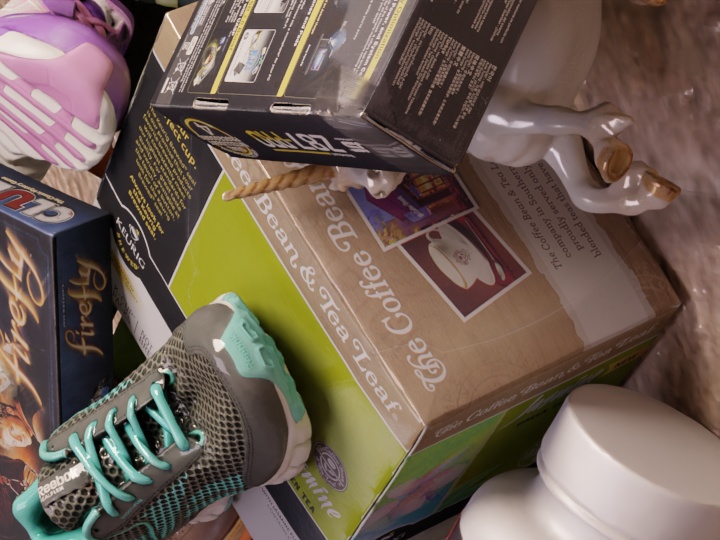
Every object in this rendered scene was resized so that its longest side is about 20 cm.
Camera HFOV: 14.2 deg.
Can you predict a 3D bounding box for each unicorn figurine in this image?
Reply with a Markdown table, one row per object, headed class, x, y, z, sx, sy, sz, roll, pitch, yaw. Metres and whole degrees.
| class | x | y | z | sx | sy | sz | roll | pitch | yaw |
| --- | --- | --- | --- | --- | --- | --- | --- | --- | --- |
| unicorn figurine | 0.061 | -0.077 | 1.051 | 0.074 | 0.200 | 0.137 | 29 | 180 | -45 |

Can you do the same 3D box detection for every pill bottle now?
| class | x | y | z | sx | sy | sz | roll | pitch | yaw |
| --- | --- | --- | --- | --- | --- | --- | --- | --- | --- |
| pill bottle | 0.074 | 0.149 | 1.148 | 0.111 | 0.111 | 0.200 | 44 | 116 | 37 |

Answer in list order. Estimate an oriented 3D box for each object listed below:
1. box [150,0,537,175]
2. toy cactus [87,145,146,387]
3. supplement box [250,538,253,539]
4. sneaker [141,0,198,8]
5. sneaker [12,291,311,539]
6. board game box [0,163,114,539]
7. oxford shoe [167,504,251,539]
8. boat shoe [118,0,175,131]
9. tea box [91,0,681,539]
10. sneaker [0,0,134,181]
| class | x | y | z | sx | sy | sz | roll | pitch | yaw |
| --- | --- | --- | --- | --- | --- | --- | --- | --- | --- |
| box | 0.016 | -0.134 | 1.021 | 0.049 | 0.200 | 0.161 | 30 | 168 | -27 |
| toy cactus | -0.114 | -0.010 | 1.401 | 0.102 | 0.200 | 0.165 | 35 | -167 | -6 |
| supplement box | -0.059 | 0.125 | 1.388 | 0.200 | 0.069 | 0.067 | -14 | 59 | 55 |
| sneaker | -0.085 | -0.144 | 1.199 | 0.084 | 0.200 | 0.075 | 12 | 96 | 48 |
| sneaker | -0.085 | 0.076 | 1.166 | 0.078 | 0.091 | 0.200 | 58 | 152 | 11 |
| board game box | -0.166 | 0.049 | 1.303 | 0.135 | 0.035 | 0.201 | 23 | 123 | 40 |
| oxford shoe | -0.105 | 0.104 | 1.334 | 0.200 | 0.073 | 0.072 | -29 | 48 | 51 |
| boat shoe | -0.133 | -0.138 | 1.400 | 0.074 | 0.075 | 0.200 | 59 | 152 | 21 |
| tea box | 0.000 | 0.000 | 1.201 | 0.200 | 0.133 | 0.197 | 58 | 153 | 15 |
| sneaker | -0.134 | -0.094 | 1.264 | 0.080 | 0.089 | 0.200 | 44 | 166 | -11 |
